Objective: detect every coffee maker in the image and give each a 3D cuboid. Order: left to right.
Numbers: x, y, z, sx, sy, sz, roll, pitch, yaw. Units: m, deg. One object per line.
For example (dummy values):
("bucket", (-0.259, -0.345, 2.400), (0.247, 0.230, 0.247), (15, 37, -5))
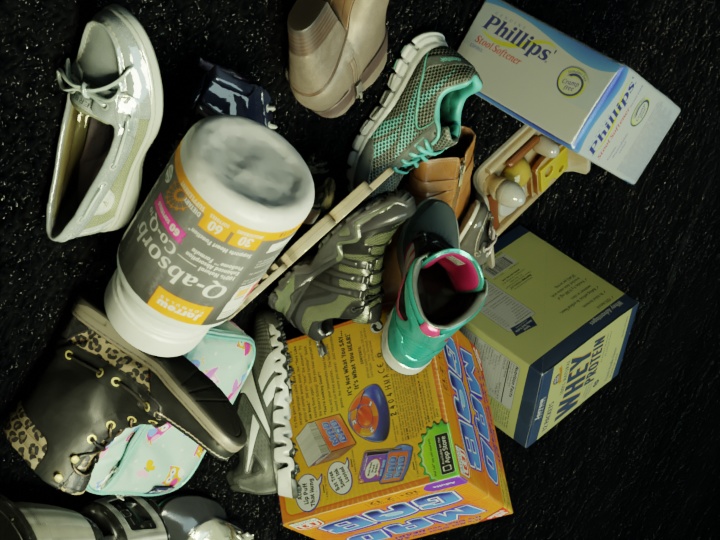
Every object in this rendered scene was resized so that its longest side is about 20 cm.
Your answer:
("coffee maker", (-0.308, 0.297, 1.232), (0.192, 0.135, 0.200), (-35, 155, 22))

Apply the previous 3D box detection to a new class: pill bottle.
("pill bottle", (-0.131, -0.023, 1.054), (0.116, 0.117, 0.200), (-16, 153, -47))

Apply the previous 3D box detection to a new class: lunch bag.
("lunch bag", (-0.200, 0.128, 1.235), (0.160, 0.077, 0.201), (15, 107, -59))

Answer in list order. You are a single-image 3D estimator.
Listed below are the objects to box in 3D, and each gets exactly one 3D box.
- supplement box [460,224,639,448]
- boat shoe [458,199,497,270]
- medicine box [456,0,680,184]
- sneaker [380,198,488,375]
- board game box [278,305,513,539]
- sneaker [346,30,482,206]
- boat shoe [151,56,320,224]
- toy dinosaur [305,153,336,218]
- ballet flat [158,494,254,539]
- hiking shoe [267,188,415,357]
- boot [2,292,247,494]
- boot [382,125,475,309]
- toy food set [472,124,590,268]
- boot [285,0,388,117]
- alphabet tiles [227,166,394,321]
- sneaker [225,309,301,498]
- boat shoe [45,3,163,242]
("supplement box", (0.208, 0.079, 1.639), (0.200, 0.200, 0.135), (-31, 143, -33))
("boat shoe", (0.136, -0.026, 1.509), (0.200, 0.057, 0.067), (109, 6, -69))
("medicine box", (0.223, -0.195, 1.401), (0.200, 0.182, 0.103), (14, 109, -58))
("sneaker", (0.079, -0.005, 1.283), (0.121, 0.083, 0.201), (134, -28, -57))
("board game box", (0.029, 0.177, 1.410), (0.199, 0.201, 0.200), (-18, 154, 16))
("sneaker", (0.056, -0.140, 1.313), (0.077, 0.091, 0.201), (-1, 121, -53))
("boat shoe", (-0.091, -0.112, 1.131), (0.200, 0.075, 0.093), (25, 97, -48))
("toy dinosaur", (-0.081, -0.070, 1.241), (0.200, 0.047, 0.088), (-19, 142, -40))
("ballet flat", (-0.167, 0.310, 1.476), (0.073, 0.073, 0.200), (-50, 149, -7))
("hiking shoe", (0.000, 0.000, 1.314), (0.200, 0.101, 0.076), (-42, -178, 29))
("boot", (-0.210, 0.133, 1.121), (0.151, 0.200, 0.073), (-52, 170, 7))
("boot", (0.063, -0.059, 1.407), (0.200, 0.077, 0.156), (-38, 152, -37))
("toy food set", (0.219, -0.111, 1.602), (0.200, 0.060, 0.144), (-42, 148, -19))
("boot", (0.001, -0.237, 1.174), (0.200, 0.070, 0.146), (-48, 156, -8))
("alphabet tiles", (-0.052, -0.027, 1.234), (0.196, 0.015, 0.200), (-43, -178, -21))
("sneaker", (-0.112, 0.137, 1.319), (0.090, 0.201, 0.067), (-5, 161, -2))
("boat shoe", (-0.205, -0.109, 0.997), (0.065, 0.074, 0.202), (-27, 147, -44))
